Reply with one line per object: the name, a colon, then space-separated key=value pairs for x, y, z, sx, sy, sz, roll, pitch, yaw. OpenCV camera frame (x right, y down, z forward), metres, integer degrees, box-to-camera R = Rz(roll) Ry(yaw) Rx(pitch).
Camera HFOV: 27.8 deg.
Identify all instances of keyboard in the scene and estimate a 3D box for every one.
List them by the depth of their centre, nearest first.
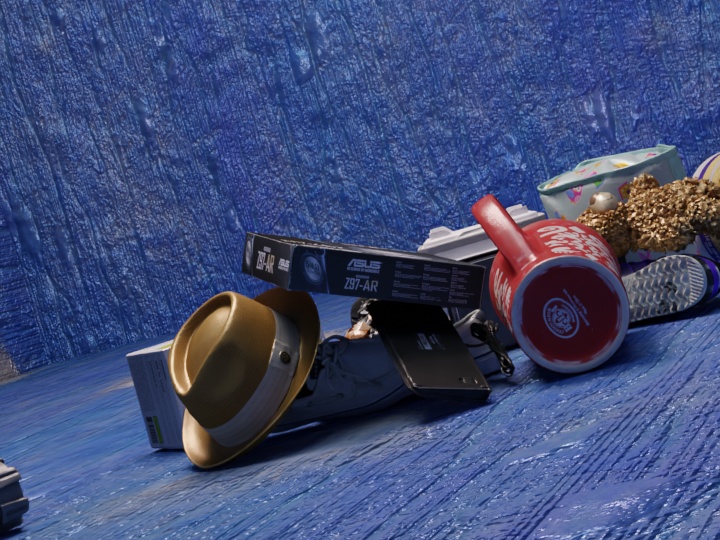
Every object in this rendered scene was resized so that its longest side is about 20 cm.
keyboard: x=0.083 y=0.075 z=1.368 sx=0.127 sy=0.021 sz=0.200 roll=2 pitch=22 yaw=-13

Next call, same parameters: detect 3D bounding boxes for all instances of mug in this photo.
mug: x=0.172 y=0.020 z=1.389 sx=0.177 sy=0.134 sz=0.200 roll=21 pitch=9 yaw=0

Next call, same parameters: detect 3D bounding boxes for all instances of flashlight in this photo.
flashlight: x=-0.391 y=0.225 z=1.269 sx=0.200 sy=0.068 sz=0.068 roll=-17 pitch=4 yaw=-41

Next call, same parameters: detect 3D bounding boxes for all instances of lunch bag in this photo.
lunch bag: x=0.343 y=-0.062 z=1.803 sx=0.122 sy=0.171 sz=0.200 roll=-28 pitch=10 yaw=-39

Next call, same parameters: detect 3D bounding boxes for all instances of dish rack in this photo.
dish rack: x=0.144 y=-0.042 z=1.737 sx=0.171 sy=0.044 sz=0.200 roll=-15 pitch=2 yaw=4

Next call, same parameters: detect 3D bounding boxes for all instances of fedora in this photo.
fedora: x=-0.126 y=0.086 z=1.378 sx=0.201 sy=0.082 sz=0.201 roll=-35 pitch=35 yaw=29

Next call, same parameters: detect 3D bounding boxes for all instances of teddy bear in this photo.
teddy bear: x=0.320 y=-0.063 z=1.532 sx=0.200 sy=0.067 sz=0.145 roll=-1 pitch=38 yaw=25

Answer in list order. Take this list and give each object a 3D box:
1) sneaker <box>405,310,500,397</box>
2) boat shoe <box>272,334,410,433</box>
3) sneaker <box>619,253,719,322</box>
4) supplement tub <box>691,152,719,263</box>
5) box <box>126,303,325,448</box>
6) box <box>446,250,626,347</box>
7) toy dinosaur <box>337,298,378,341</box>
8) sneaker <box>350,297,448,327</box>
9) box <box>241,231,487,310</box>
sneaker: x=0.041 y=0.090 z=1.478 sx=0.200 sy=0.071 sz=0.073 roll=-16 pitch=3 yaw=0
boat shoe: x=-0.035 y=0.097 z=1.414 sx=0.202 sy=0.075 sz=0.086 roll=-17 pitch=-32 yaw=17
sneaker: x=0.299 y=0.022 z=1.541 sx=0.200 sy=0.070 sz=0.099 roll=-8 pitch=0 yaw=43
supplement tub: x=0.472 y=-0.075 z=1.594 sx=0.145 sy=0.146 sz=0.200 roll=-17 pitch=3 yaw=-29
box: x=-0.139 y=0.115 z=1.610 sx=0.200 sy=0.113 sz=0.101 roll=-16 pitch=3 yaw=-33
box: x=0.199 y=0.019 z=1.687 sx=0.200 sy=0.104 sz=0.182 roll=-16 pitch=1 yaw=1
toy dinosaur: x=0.019 y=0.078 z=1.758 sx=0.200 sy=0.102 sz=0.136 roll=8 pitch=30 yaw=22
sneaker: x=0.090 y=0.063 z=1.983 sx=0.200 sy=0.076 sz=0.115 roll=-3 pitch=1 yaw=39
box: x=0.000 y=0.000 z=1.427 sx=0.200 sy=0.044 sz=0.160 roll=6 pitch=3 yaw=-20
